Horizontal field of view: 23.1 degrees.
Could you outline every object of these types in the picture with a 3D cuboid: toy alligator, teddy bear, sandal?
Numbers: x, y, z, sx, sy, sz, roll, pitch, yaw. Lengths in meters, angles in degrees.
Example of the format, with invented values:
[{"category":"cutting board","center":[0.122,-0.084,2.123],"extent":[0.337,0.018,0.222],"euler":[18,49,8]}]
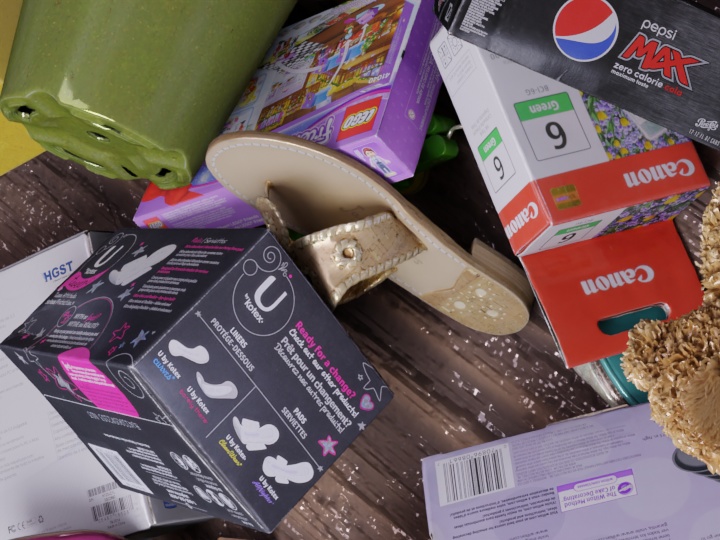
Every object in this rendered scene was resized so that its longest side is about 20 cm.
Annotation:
[{"category":"toy alligator","center":[0.016,-0.076,1.070],"extent":[0.200,0.059,0.054],"euler":[-30,72,30]},{"category":"teddy bear","center":[0.220,0.017,0.884],"extent":[0.145,0.067,0.201],"euler":[32,81,-11]},{"category":"sandal","center":[0.003,-0.003,0.994],"extent":[0.078,0.211,0.070],"euler":[-43,25,51]}]

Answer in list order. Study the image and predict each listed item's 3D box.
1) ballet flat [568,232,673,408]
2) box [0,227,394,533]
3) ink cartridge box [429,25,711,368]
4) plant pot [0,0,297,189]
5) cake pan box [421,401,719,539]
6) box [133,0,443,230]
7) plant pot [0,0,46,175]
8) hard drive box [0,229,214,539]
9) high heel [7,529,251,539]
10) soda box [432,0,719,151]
[{"category":"ballet flat","center":[0.126,0.003,1.001],"extent":[0.201,0.067,0.062],"euler":[69,154,15]},{"category":"box","center":[-0.098,0.057,1.026],"extent":[0.132,0.115,0.200],"euler":[53,157,-21]},{"category":"ink cartridge box","center":[0.126,-0.057,0.961],"extent":[0.201,0.109,0.050],"euler":[69,154,15]},{"category":"plant pot","center":[-0.125,-0.157,1.052],"extent":[0.199,0.200,0.191],"euler":[11,75,34]},{"category":"cake pan box","center":[0.129,0.156,0.888],"extent":[0.199,0.052,0.185],"euler":[-16,43,8]},{"category":"box","center":[-0.039,-0.094,1.068],"extent":[0.199,0.039,0.137],"euler":[-16,43,38]},{"category":"plant pot","center":[-0.268,-0.162,1.144],"extent":[0.199,0.200,0.177],"euler":[-23,45,32]},{"category":"hard drive box","center":[-0.194,0.092,1.198],"extent":[0.155,0.077,0.201],"euler":[-21,78,32]},{"category":"high heel","center":[-0.147,0.215,1.101],"extent":[0.067,0.199,0.097],"euler":[116,154,-66]},{"category":"soda box","center":[0.141,-0.118,0.913],"extent":[0.199,0.071,0.064],"euler":[22,105,-12]}]
